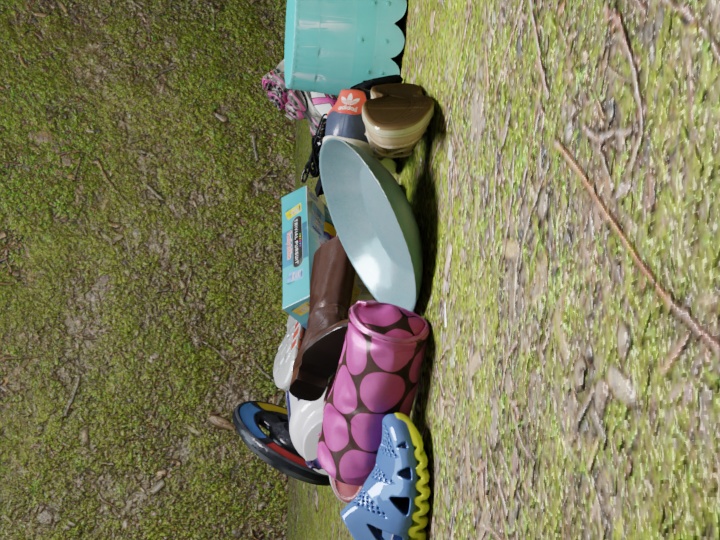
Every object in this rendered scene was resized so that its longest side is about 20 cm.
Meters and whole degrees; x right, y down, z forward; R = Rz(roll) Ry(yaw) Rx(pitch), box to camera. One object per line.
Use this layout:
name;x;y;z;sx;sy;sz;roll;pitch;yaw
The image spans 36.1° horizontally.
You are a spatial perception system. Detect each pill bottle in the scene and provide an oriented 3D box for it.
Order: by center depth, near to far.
pill bottle;-0.045;0.199;1.516;0.200;0.110;0.112;-110;23;-73

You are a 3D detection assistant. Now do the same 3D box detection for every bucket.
bucket;-0.023;-0.314;1.383;0.207;0.133;0.210;-177;90;-82

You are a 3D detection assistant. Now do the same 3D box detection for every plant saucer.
plant saucer;0.020;-0.050;1.149;0.202;0.038;0.202;56;161;31

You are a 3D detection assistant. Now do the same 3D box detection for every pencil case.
pencil case;0.007;0.122;1.125;0.094;0.090;0.202;48;132;43

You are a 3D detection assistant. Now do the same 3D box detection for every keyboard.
keyboard;-0.020;-0.170;1.357;0.040;0.103;0.201;56;148;23

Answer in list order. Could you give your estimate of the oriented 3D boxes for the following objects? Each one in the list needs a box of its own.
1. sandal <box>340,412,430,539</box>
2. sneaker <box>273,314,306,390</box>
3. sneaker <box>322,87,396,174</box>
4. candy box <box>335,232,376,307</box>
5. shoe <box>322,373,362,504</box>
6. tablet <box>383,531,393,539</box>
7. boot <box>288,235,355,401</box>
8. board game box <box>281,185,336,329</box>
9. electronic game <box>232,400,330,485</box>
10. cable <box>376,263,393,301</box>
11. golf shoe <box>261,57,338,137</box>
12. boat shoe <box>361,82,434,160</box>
sandal;0.021;0.239;1.073;0.079;0.086;0.203;-163;76;-85
sneaker;-0.062;0.100;1.522;0.077;0.081;0.201;-53;13;32
sneaker;0.007;-0.162;1.277;0.200;0.074;0.086;7;-88;-82
candy box;0.000;0.000;1.432;0.117;0.056;0.201;99;169;-49
shoe;-0.014;0.198;1.321;0.091;0.071;0.202;-31;-49;-67
tablet;0.036;0.241;1.240;0.201;0.013;0.131;98;170;-48
boot;-0.023;0.027;1.264;0.186;0.064;0.202;-44;28;52
board game box;-0.048;0.005;1.530;0.151;0.047;0.201;45;-150;-41
electronic game;-0.093;0.245;1.589;0.042;0.198;0.200;-62;12;10
cable;0.027;0.024;1.223;0.097;0.050;0.203;-146;59;-76
golf shoe;-0.035;-0.209;1.471;0.200;0.092;0.073;47;158;1
boat shoe;0.037;-0.144;1.123;0.200;0.071;0.066;-91;0;-72
